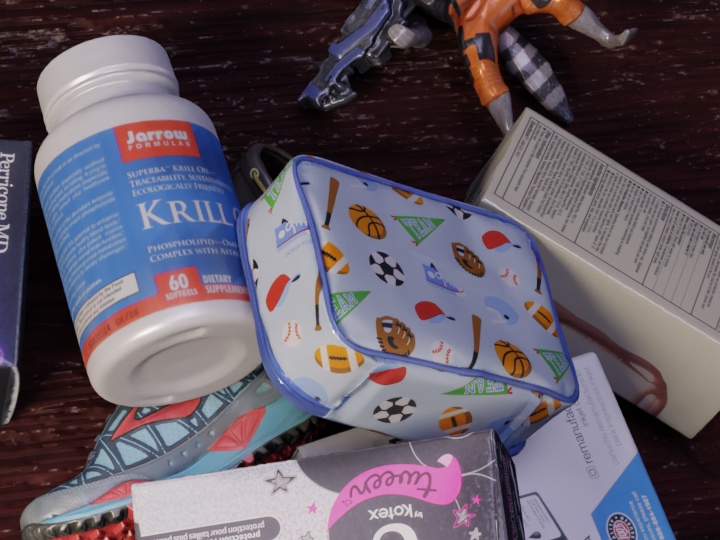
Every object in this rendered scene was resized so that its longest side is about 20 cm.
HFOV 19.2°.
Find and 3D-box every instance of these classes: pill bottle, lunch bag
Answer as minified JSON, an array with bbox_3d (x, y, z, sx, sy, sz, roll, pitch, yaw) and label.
[{"bbox_3d":[-0.126,-0.032,1.234,0.112,0.112,0.200,-12,65,-17],"label":"pill bottle"},{"bbox_3d":[0.029,0.019,1.205,0.200,0.076,0.160,17,41,-36],"label":"lunch bag"}]

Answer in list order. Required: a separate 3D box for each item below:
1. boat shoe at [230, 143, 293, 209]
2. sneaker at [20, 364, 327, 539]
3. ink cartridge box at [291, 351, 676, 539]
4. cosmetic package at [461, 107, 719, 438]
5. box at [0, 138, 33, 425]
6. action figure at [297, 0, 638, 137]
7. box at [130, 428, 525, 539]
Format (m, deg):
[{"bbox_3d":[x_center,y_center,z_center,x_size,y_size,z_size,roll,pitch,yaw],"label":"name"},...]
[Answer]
[{"bbox_3d":[0.000,0.000,1.301,0.201,0.061,0.072,35,37,5],"label":"boat shoe"},{"bbox_3d":[-0.122,0.105,1.265,0.200,0.079,0.096,-24,65,-30],"label":"sneaker"},{"bbox_3d":[0.070,0.152,1.275,0.200,0.086,0.147,-16,73,-20],"label":"ink cartridge box"},{"bbox_3d":[0.155,0.002,1.337,0.200,0.087,0.103,32,45,-2],"label":"cosmetic package"},{"bbox_3d":[-0.295,0.000,1.243,0.200,0.104,0.148,3,66,-11],"label":"box"},{"bbox_3d":[0.054,-0.158,1.415,0.193,0.105,0.200,44,91,14],"label":"action figure"},{"bbox_3d":[-0.011,0.168,1.147,0.200,0.115,0.132,-9,75,6],"label":"box"}]
